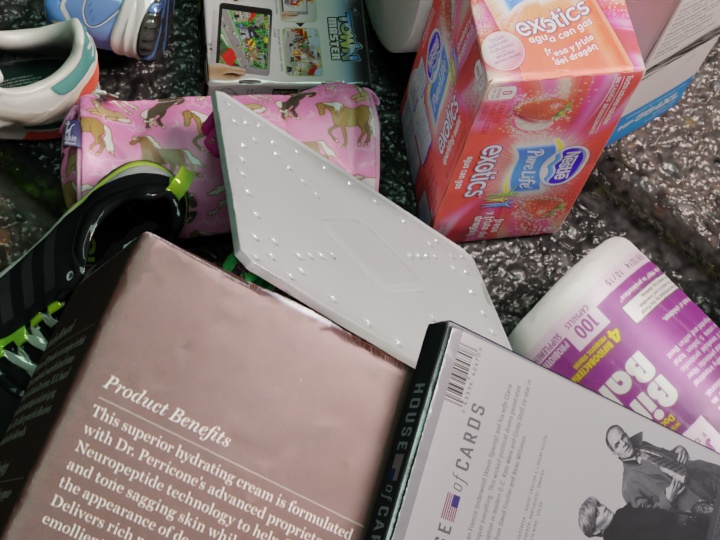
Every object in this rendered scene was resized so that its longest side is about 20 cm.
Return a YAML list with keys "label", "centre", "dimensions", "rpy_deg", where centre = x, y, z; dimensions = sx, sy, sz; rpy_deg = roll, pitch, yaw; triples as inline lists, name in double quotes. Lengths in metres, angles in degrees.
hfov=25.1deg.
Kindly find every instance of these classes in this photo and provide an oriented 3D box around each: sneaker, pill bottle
- label: "sneaker"
  centre: [-0.251, -0.111, 0.970]
  dimensions: [0.198, 0.094, 0.071]
  rpy_deg: [-14, 68, -17]
- label: "sneaker"
  centre: [-0.151, -0.227, 1.048]
  dimensions: [0.076, 0.076, 0.202]
  rpy_deg: [7, 55, 0]
- label: "pill bottle"
  centre: [0.184, 0.086, 0.953]
  dimensions: [0.112, 0.113, 0.200]
  rpy_deg: [-39, 77, -24]
- label: "sneaker"
  centre: [-0.166, 0.016, 0.899]
  dimensions: [0.072, 0.083, 0.201]
  rpy_deg: [37, 88, -18]

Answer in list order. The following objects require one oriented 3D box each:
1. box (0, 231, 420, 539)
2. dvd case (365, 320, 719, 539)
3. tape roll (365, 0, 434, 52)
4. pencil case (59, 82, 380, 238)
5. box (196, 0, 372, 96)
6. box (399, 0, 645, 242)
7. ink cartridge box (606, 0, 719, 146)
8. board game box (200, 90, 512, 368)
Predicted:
- label: "box"
  centre: [-0.091, 0.117, 0.776]
  dimensions: [0.165, 0.164, 0.202]
  rpy_deg: [28, 71, -15]
- label: "dvd case"
  centre: [0.093, 0.130, 0.768]
  dimensions: [0.199, 0.025, 0.152]
  rpy_deg: [26, 73, -28]
- label: "tape roll"
  centre: [0.049, -0.241, 1.032]
  dimensions: [0.070, 0.203, 0.204]
  rpy_deg: [-5, 66, -12]
- label: "pencil case"
  centre: [-0.084, -0.068, 0.992]
  dimensions: [0.198, 0.087, 0.083]
  rpy_deg: [-4, 35, -13]
- label: "box"
  centre: [-0.056, -0.202, 1.084]
  dimensions: [0.109, 0.035, 0.202]
  rpy_deg: [0, 65, -11]
- label: "box"
  centre: [0.090, -0.106, 0.975]
  dimensions: [0.094, 0.200, 0.104]
  rpy_deg: [-6, 65, -12]
- label: "ink cartridge box"
  centre: [0.164, -0.194, 1.031]
  dimensions: [0.084, 0.200, 0.147]
  rpy_deg: [-27, 73, -21]
- label: "board game box"
  centre: [0.000, 0.000, 0.888]
  dimensions: [0.199, 0.026, 0.201]
  rpy_deg: [32, 21, -24]
